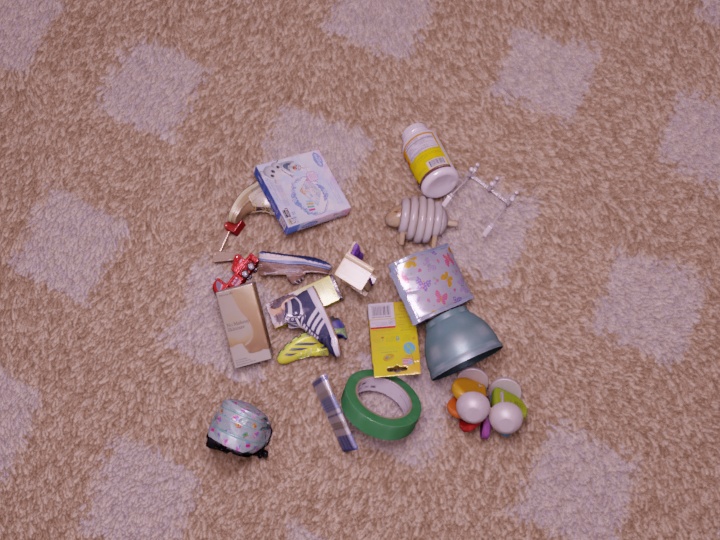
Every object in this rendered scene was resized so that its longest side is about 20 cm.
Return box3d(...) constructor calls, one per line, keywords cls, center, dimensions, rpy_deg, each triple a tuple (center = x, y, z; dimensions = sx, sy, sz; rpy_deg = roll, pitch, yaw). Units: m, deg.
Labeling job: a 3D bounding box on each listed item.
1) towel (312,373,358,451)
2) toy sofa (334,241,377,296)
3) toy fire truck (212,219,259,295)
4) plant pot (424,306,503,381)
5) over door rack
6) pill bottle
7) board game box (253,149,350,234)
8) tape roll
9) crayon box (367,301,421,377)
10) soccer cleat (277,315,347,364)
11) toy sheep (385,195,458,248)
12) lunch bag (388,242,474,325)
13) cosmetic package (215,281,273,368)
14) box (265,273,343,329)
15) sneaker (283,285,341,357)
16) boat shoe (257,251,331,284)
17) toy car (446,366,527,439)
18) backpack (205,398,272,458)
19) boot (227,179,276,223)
box3d(cls="towel", center=(-0.063, 0.356, 1.604), dimensions=(0.024, 0.147, 0.202), rpy_deg=(-23, 79, -18))
box3d(cls="toy sofa", center=(0.000, 0.000, 1.643), dimensions=(0.082, 0.200, 0.098), rpy_deg=(32, 86, 7))
box3d(cls="toy fire truck", center=(-0.349, -0.029, 1.730), dimensions=(0.140, 0.049, 0.201), rpy_deg=(37, 82, 8))
box3d(cls="plant pot", center=(0.241, 0.174, 1.611), dimensions=(0.198, 0.201, 0.136), rpy_deg=(-24, 74, -4))
box3d(cls="over door rack", center=(0.328, -0.199, 1.707), dimensions=(0.147, 0.067, 0.200), rpy_deg=(37, 50, 8))
box3d(cls="pill bottle", center=(0.181, -0.302, 1.729), dimensions=(0.108, 0.110, 0.202), rpy_deg=(-20, 59, -3))
box3d(cls="board game box", center=(-0.156, -0.215, 1.719), dimensions=(0.197, 0.043, 0.202), rpy_deg=(-20, 72, -28))
box3d(cls="tape roll", center=(0.051, 0.330, 1.585), dimensions=(0.198, 0.201, 0.049), rpy_deg=(22, 119, 5))
box3d(cls="crayon box", center=(0.086, 0.183, 1.657), dimensions=(0.125, 0.051, 0.203), rpy_deg=(-4, 63, 0))
box3d(cls="soccer cleat", center=(-0.125, 0.198, 1.674), dimensions=(0.198, 0.065, 0.084), rpy_deg=(-31, 80, -6))
box3d(cls="toy sheep", center=(0.163, -0.132, 1.706), dimensions=(0.196, 0.138, 0.140), rpy_deg=(6, 79, -6))
box3d(cls="lunch bag", center=(0.166, 0.040, 1.639), dimensions=(0.198, 0.127, 0.172), rpy_deg=(-17, 77, -44))
box3d(cls="cosmetic package", center=(-0.299, 0.139, 1.658), dimensions=(0.104, 0.071, 0.203), rpy_deg=(-15, 95, -3))
box3d(cls="box", center=(-0.148, 0.085, 1.704), dimensions=(0.198, 0.050, 0.076), rpy_deg=(-25, 79, -5))
box3d(cls="sneaker", center=(-0.126, 0.146, 1.622), dimensions=(0.107, 0.070, 0.202), rpy_deg=(-24, 65, -7))
box3d(cls="boat shoe", center=(-0.177, -0.004, 1.718), dimensions=(0.196, 0.072, 0.074), rpy_deg=(9, 98, -2))
box3d(cls="toy car", center=(0.313, 0.351, 1.606), dimensions=(0.197, 0.175, 0.152), rpy_deg=(16, 114, 3))
box3d(cls="backpack", center=(-0.301, 0.386, 1.570), dimensions=(0.164, 0.200, 0.129), rpy_deg=(16, 79, 5))
box3d(cls="boot", center=(-0.247, -0.166, 1.726), dimensions=(0.154, 0.072, 0.200), rpy_deg=(38, 58, 4))
